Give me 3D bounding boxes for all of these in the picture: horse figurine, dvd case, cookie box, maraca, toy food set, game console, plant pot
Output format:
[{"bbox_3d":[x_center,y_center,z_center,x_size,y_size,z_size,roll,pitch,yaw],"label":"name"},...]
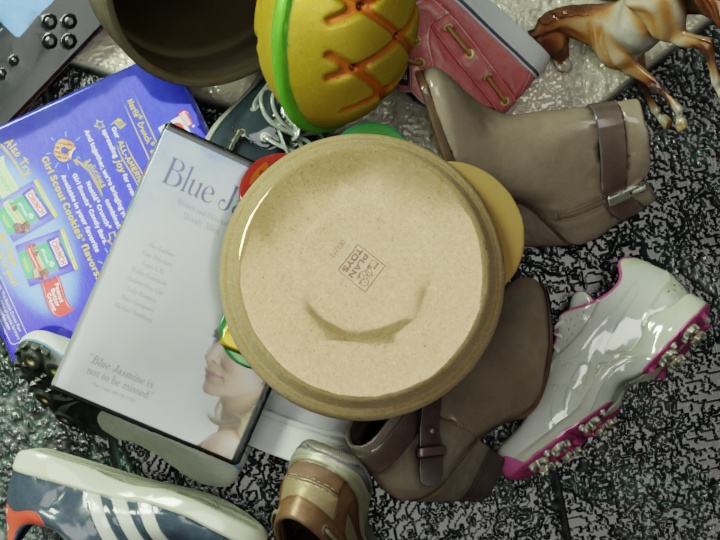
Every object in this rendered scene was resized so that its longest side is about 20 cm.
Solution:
[{"bbox_3d":[0.218,-0.169,1.161,0.133,0.200,0.050,49,66,-6],"label":"horse figurine"},{"bbox_3d":[-0.109,0.017,1.101,0.142,0.018,0.201,24,90,-10],"label":"dvd case"},{"bbox_3d":[-0.193,-0.043,1.186,0.199,0.075,0.172,-24,89,-2],"label":"cookie box"},{"bbox_3d":[-0.014,-0.192,1.083,0.107,0.137,0.201,18,113,28],"label":"maraca"},{"bbox_3d":[0.000,0.000,1.068,0.197,0.049,0.201,22,82,2],"label":"toy food set"},{"bbox_3d":[-0.300,-0.218,1.212,0.200,0.031,0.177,45,87,1],"label":"game console"},{"bbox_3d":[-0.135,-0.260,1.134,0.200,0.200,0.173,-45,51,-3],"label":"plant pot"}]

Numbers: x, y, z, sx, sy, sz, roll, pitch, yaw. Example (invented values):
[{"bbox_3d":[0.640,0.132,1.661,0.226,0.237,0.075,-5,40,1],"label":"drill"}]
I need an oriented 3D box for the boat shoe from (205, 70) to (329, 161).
[{"bbox_3d":[-0.054,-0.105,1.159,0.075,0.062,0.200,47,55,-20],"label":"boat shoe"}]

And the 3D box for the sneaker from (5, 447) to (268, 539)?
[{"bbox_3d":[-0.170,0.197,1.182,0.199,0.075,0.085,15,86,9],"label":"sneaker"}]

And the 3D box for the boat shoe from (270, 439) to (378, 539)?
[{"bbox_3d":[-0.029,0.204,1.135,0.075,0.201,0.072,13,50,23],"label":"boat shoe"}]

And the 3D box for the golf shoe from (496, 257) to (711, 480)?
[{"bbox_3d":[0.170,0.074,1.205,0.200,0.075,0.092,-41,70,-2],"label":"golf shoe"}]

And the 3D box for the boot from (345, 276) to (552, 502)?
[{"bbox_3d":[0.064,0.072,1.145,0.146,0.070,0.201,33,64,-41],"label":"boot"}]

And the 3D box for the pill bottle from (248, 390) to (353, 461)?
[{"bbox_3d":[-0.017,0.043,1.170,0.110,0.111,0.201,18,88,-1],"label":"pill bottle"}]

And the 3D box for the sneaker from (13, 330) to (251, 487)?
[{"bbox_3d":[-0.164,0.091,1.164,0.200,0.072,0.073,32,55,-28],"label":"sneaker"}]

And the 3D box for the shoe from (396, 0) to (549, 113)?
[{"bbox_3d":[0.045,-0.180,1.179,0.200,0.071,0.091,36,91,-24],"label":"shoe"}]

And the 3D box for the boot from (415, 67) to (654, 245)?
[{"bbox_3d":[0.134,-0.092,1.152,0.145,0.200,0.071,-17,50,8],"label":"boot"}]
